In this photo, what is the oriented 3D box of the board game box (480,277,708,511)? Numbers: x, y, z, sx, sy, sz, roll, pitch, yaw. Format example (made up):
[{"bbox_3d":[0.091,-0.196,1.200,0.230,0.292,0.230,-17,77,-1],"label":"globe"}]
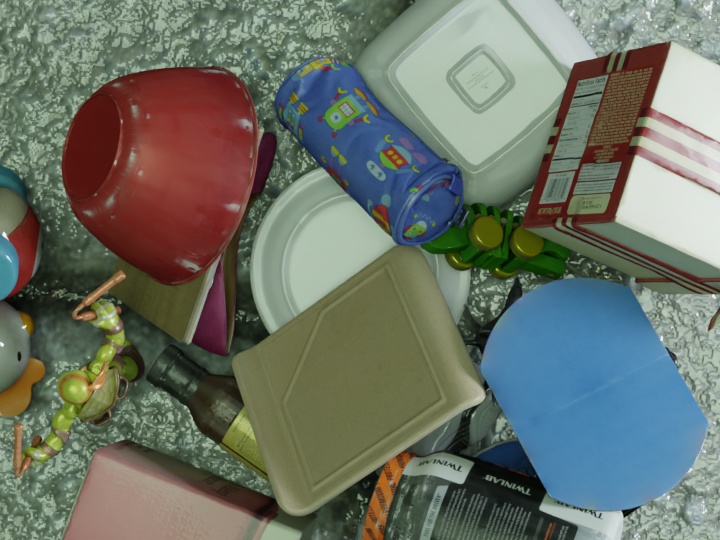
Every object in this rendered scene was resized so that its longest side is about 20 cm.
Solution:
[{"bbox_3d":[0.189,0.108,1.510,0.158,0.039,0.201,-24,76,-19],"label":"board game box"}]

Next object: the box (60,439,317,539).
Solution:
[{"bbox_3d":[-0.152,0.239,1.612,0.199,0.128,0.109,21,91,5],"label":"box"}]

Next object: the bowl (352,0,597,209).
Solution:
[{"bbox_3d":[0.109,-0.168,1.616,0.200,0.075,0.200,-39,87,3],"label":"bowl"}]

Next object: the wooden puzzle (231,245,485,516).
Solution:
[{"bbox_3d":[-0.003,0.094,1.552,0.200,0.037,0.185,-32,50,11],"label":"wooden puzzle"}]

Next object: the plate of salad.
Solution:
[{"bbox_3d":[0.000,0.000,1.635,0.199,0.048,0.201,0,95,1],"label":"plate of salad"}]

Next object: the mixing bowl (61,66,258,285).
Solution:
[{"bbox_3d":[-0.190,-0.094,1.573,0.108,0.200,0.201,14,92,-37],"label":"mixing bowl"}]

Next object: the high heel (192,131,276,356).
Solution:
[{"bbox_3d":[-0.110,-0.023,1.635,0.096,0.067,0.200,37,98,15],"label":"high heel"}]

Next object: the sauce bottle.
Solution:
[{"bbox_3d":[-0.104,0.138,1.639,0.200,0.065,0.065,36,93,3],"label":"sauce bottle"}]

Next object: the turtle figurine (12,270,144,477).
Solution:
[{"bbox_3d":[-0.234,0.095,1.604,0.064,0.161,0.201,25,92,5],"label":"turtle figurine"}]

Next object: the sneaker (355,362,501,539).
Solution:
[{"bbox_3d":[0.034,0.148,1.606,0.115,0.075,0.200,37,88,-18],"label":"sneaker"}]

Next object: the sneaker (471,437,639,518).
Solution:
[{"bbox_3d":[0.172,0.185,1.588,0.199,0.111,0.077,-7,89,6],"label":"sneaker"}]

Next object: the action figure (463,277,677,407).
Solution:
[{"bbox_3d":[0.169,0.084,1.583,0.199,0.102,0.119,17,66,-10],"label":"action figure"}]

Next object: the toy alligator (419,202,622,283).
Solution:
[{"bbox_3d":[0.144,-0.025,1.608,0.199,0.059,0.054,11,64,-20],"label":"toy alligator"}]

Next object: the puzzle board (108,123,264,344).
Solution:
[{"bbox_3d":[-0.156,-0.050,1.616,0.017,0.151,0.201,15,98,-37],"label":"puzzle board"}]

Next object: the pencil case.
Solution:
[{"bbox_3d":[0.010,-0.106,1.570,0.087,0.078,0.200,-43,59,-1],"label":"pencil case"}]

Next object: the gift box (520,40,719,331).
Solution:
[{"bbox_3d":[0.262,-0.064,1.527,0.186,0.184,0.201,21,86,-22],"label":"gift box"}]

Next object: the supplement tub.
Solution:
[{"bbox_3d":[0.109,0.225,1.507,0.199,0.122,0.123,18,92,13],"label":"supplement tub"}]

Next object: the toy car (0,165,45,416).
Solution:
[{"bbox_3d":[-0.342,0.041,1.637,0.176,0.184,0.200,-25,116,4],"label":"toy car"}]
